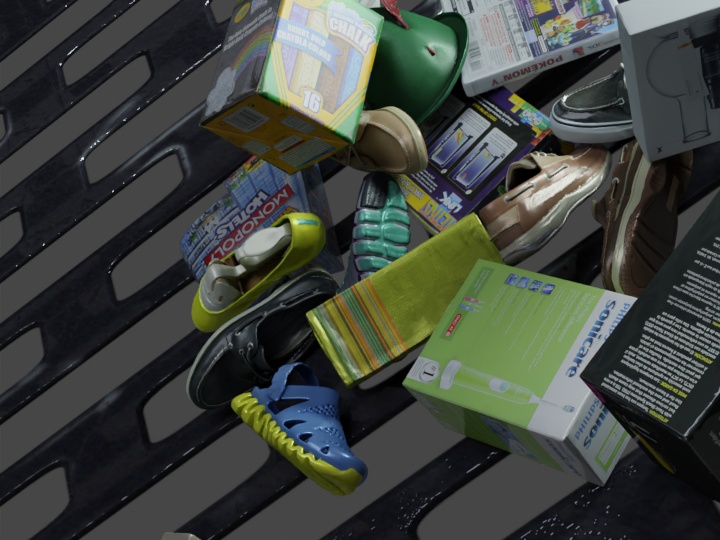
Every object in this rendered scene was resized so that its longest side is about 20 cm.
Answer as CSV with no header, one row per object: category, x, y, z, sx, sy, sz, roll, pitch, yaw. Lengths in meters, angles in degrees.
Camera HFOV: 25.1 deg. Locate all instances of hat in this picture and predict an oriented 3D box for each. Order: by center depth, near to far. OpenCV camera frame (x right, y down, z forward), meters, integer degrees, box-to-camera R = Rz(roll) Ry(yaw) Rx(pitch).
hat,0.000,-0.259,1.724,0.166,0.175,0.201,-45,28,19

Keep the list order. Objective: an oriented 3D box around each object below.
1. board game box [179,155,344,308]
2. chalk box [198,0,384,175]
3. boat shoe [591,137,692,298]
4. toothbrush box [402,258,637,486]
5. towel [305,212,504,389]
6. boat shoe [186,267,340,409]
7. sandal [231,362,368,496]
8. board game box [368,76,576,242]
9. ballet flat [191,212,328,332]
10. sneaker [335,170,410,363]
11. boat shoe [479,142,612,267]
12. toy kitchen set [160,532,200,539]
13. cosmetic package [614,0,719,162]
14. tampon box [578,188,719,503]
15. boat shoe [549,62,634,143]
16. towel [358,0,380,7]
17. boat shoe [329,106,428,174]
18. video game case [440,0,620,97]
board game box,-0.106,-0.036,1.807,0.200,0.062,0.200,-41,39,4
chalk box,-0.065,-0.225,1.673,0.124,0.123,0.202,-21,49,53
boat shoe,0.253,-0.049,1.507,0.074,0.075,0.203,-9,39,38
toothbrush box,0.160,0.087,1.451,0.199,0.086,0.146,14,66,47
towel,0.050,0.029,1.579,0.199,0.018,0.087,-32,83,-6
boat shoe,-0.097,0.080,1.688,0.199,0.075,0.066,-37,27,-5
sandal,-0.051,0.149,1.589,0.087,0.080,0.200,-46,41,-8
board game box,0.112,-0.116,1.693,0.165,0.057,0.200,-45,38,2
ballet flat,-0.123,-0.002,1.713,0.199,0.067,0.067,-34,65,25
sneaker,0.000,0.000,1.645,0.087,0.074,0.202,-17,66,42
boat shoe,0.178,-0.082,1.543,0.076,0.072,0.200,-38,4,42
toy kitchen set,-0.072,0.337,1.357,0.199,0.180,0.164,-7,53,42
cosmetic package,0.337,-0.195,1.450,0.198,0.152,0.052,-18,45,2
tampon box,0.304,0.068,1.292,0.200,0.150,0.126,-50,40,-8
boat shoe,0.276,-0.181,1.561,0.198,0.071,0.073,-13,42,11
towel,-0.015,-0.292,1.862,0.030,0.200,0.150,25,71,17
boat shoe,0.001,-0.132,1.693,0.064,0.072,0.199,-24,21,-24
video game case,0.184,-0.274,1.746,0.181,0.023,0.201,-19,36,8
